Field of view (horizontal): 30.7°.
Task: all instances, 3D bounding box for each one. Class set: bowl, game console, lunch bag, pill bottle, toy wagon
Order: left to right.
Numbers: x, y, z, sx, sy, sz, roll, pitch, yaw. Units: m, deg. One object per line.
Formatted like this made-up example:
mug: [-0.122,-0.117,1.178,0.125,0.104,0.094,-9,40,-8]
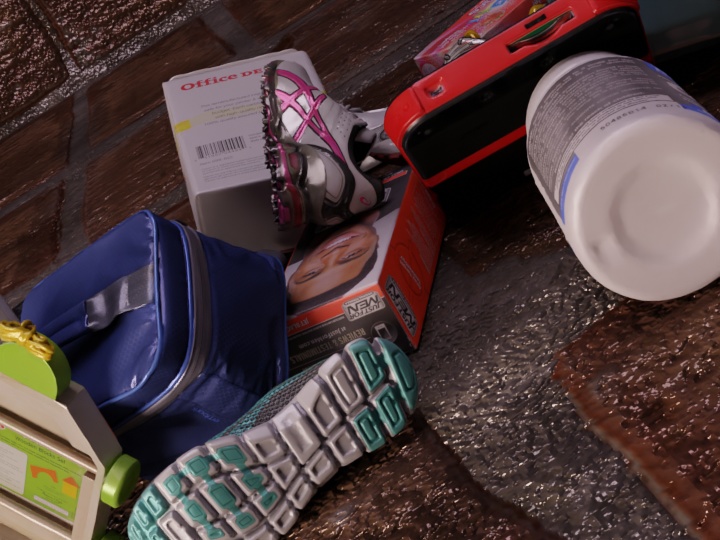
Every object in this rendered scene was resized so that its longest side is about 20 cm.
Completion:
toy wagon: [-0.212,0.109,0.834,0.154,0.202,0.040,24,34,11]
lunch bag: [-0.158,0.055,0.901,0.199,0.131,0.138,-31,51,36]
game console: [0.124,-0.123,0.972,0.198,0.177,0.031,-29,65,9]
pill bottle: [0.167,-0.070,0.831,0.113,0.115,0.200,-29,21,8]
bowl: [0.239,-0.223,1.036,0.198,0.107,0.201,-17,2,1]

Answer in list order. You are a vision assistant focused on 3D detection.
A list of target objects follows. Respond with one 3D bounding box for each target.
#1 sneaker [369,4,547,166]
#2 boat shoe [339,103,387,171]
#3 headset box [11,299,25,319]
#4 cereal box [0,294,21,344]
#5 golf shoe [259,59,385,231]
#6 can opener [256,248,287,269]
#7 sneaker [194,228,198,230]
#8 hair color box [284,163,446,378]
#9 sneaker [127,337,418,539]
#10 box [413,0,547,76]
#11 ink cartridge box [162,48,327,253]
sneaker: [0.089,-0.143,1.057,0.198,0.083,0.078,-25,-11,19]
boat shoe: [-0.023,-0.130,1.308,0.198,0.066,0.074,-25,21,19]
headset box: [-0.253,0.083,1.119,0.174,0.093,0.199,-39,22,-19]
cereal box: [-0.277,0.111,0.938,0.039,0.201,0.144,-10,28,46]
golf shoe: [-0.034,-0.103,1.056,0.091,0.073,0.201,-6,42,-7]
can opener: [-0.076,0.051,1.025,0.066,0.054,0.201,7,30,8]
sneaker: [-0.098,-0.040,1.232,0.087,0.078,0.201,-11,32,17]
hair color box: [0.000,0.000,0.988,0.100,0.062,0.201,-23,23,20]
sneaker: [-0.054,0.115,0.818,0.199,0.078,0.091,-32,5,-10]
box: [0.158,-0.205,1.166,0.200,0.103,0.094,-42,20,-28]
ink cartridge box: [-0.090,-0.105,1.186,0.143,0.084,0.201,-13,40,-8]
